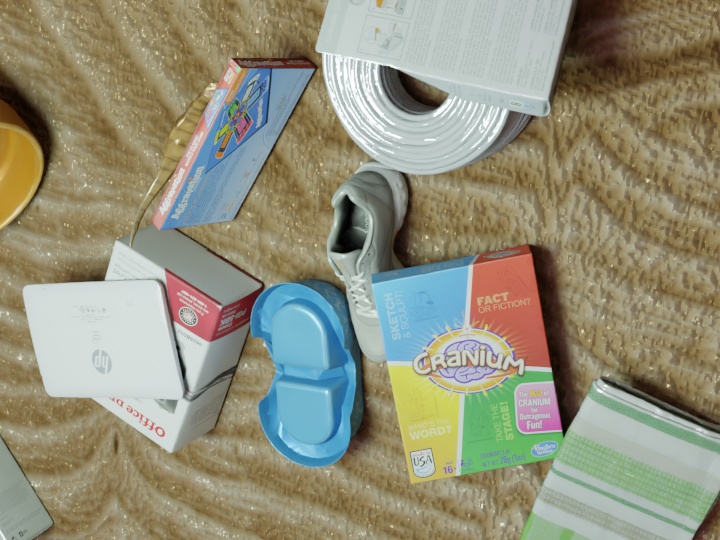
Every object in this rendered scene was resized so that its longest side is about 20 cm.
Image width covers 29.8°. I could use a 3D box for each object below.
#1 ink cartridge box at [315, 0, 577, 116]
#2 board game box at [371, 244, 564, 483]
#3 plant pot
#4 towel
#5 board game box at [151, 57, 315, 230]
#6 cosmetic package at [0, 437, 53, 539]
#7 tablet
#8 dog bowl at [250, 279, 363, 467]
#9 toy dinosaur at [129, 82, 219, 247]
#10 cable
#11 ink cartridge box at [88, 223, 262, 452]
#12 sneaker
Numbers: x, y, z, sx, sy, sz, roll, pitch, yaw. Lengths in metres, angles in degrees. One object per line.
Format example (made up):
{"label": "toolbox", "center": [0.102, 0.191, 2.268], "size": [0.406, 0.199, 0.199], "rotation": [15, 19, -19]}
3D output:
{"label": "ink cartridge box", "center": [0.079, -0.228, 1.132], "size": [0.199, 0.047, 0.161], "rotation": [13, 80, 10]}
{"label": "board game box", "center": [0.102, 0.089, 1.267], "size": [0.153, 0.040, 0.201], "rotation": [-11, 103, 4]}
{"label": "plant pot", "center": [-0.481, -0.147, 1.488], "size": [0.183, 0.200, 0.200], "rotation": [51, 125, 24]}
{"label": "towel", "center": [0.248, 0.203, 1.254], "size": [0.149, 0.031, 0.200], "rotation": [24, 120, 7]}
{"label": "board game box", "center": [-0.126, -0.124, 1.329], "size": [0.019, 0.103, 0.200], "rotation": [48, 124, 24]}
{"label": "cosmetic package", "center": [-0.489, 0.266, 1.685], "size": [0.108, 0.085, 0.200], "rotation": [-30, 90, 34]}
{"label": "tablet", "center": [-0.276, 0.075, 1.438], "size": [0.200, 0.014, 0.130], "rotation": [-2, 104, 34]}
{"label": "dog bowl", "center": [-0.050, 0.101, 1.394], "size": [0.111, 0.050, 0.201], "rotation": [6, 110, 29]}
{"label": "toy dinosaur", "center": [-0.179, -0.127, 1.356], "size": [0.060, 0.106, 0.200], "rotation": [41, 123, 11]}
{"label": "cable", "center": [0.061, -0.186, 1.218], "size": [0.200, 0.069, 0.201], "rotation": [0, 106, 30]}
{"label": "ink cartridge box", "center": [-0.209, 0.073, 1.456], "size": [0.147, 0.083, 0.200], "rotation": [31, 119, 18]}
{"label": "sneaker", "center": [0.000, 0.000, 1.304], "size": [0.076, 0.092, 0.201], "rotation": [4, 109, 31]}
